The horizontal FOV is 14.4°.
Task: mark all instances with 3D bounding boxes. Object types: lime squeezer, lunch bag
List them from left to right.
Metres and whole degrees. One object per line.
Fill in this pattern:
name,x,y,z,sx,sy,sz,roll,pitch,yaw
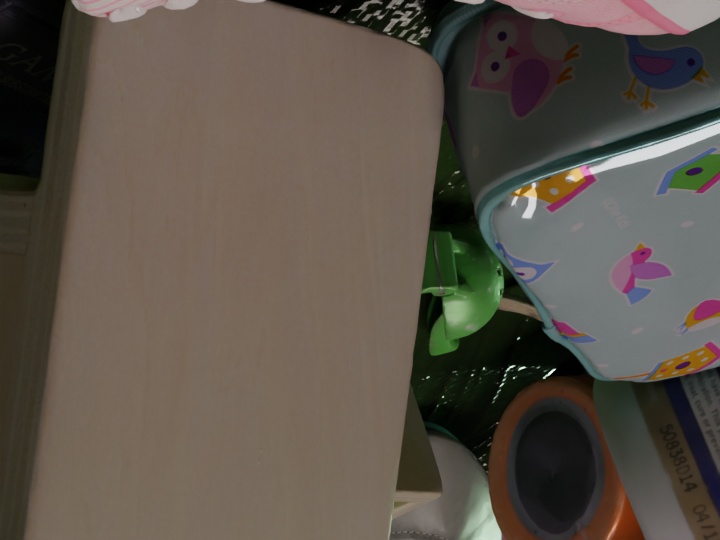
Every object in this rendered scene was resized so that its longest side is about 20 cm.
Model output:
lime squeezer,0.000,0.000,0.889,0.071,0.038,0.200,4,175,34
lunch bag,0.115,-0.040,0.804,0.160,0.077,0.200,-21,158,11

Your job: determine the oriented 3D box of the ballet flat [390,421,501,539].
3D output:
ballet flat,0.020,0.141,1.120,0.067,0.064,0.200,2,139,-3

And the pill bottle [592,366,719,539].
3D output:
pill bottle,0.185,0.045,0.913,0.200,0.116,0.116,-24,157,8

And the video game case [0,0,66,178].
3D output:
video game case,-0.135,-0.016,0.771,0.200,0.019,0.143,-26,157,21

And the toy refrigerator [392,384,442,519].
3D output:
toy refrigerator,-0.063,0.057,0.902,0.076,0.070,0.200,-28,160,28

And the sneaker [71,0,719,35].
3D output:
sneaker,-0.006,-0.089,0.603,0.105,0.075,0.200,-32,146,25

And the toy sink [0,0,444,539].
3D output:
toy sink,-0.071,0.031,0.723,0.112,0.200,0.130,5,177,40

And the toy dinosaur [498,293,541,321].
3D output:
toy dinosaur,0.147,0.010,0.992,0.200,0.047,0.088,4,158,-34

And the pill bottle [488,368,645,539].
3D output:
pill bottle,0.143,0.077,1.066,0.200,0.106,0.106,4,151,-39

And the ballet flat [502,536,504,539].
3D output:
ballet flat,0.065,0.130,1.186,0.069,0.071,0.200,-1,155,-43
